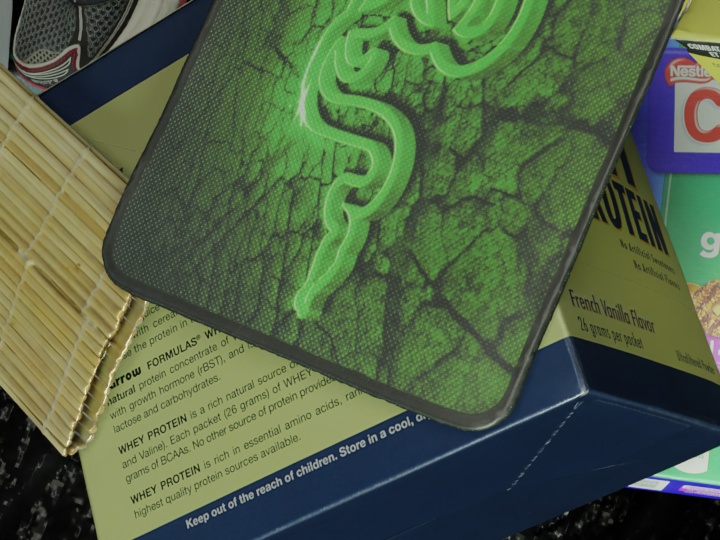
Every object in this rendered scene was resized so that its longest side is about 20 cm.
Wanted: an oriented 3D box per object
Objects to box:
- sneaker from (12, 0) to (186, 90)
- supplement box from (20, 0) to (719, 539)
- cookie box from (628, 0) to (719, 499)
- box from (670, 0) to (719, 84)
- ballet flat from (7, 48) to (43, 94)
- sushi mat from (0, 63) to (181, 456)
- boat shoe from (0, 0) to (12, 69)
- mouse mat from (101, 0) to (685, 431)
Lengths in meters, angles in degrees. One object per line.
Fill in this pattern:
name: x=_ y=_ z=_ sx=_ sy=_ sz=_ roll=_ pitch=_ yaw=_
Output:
sneaker: x=-0.106 y=-0.159 z=0.753 sx=0.081 sy=0.075 sz=0.200 roll=54 pitch=132 yaw=33
supplement box: x=0.000 y=0.000 z=0.691 sx=0.200 sy=0.134 sz=0.200 roll=-27 pitch=66 yaw=25
cookie box: x=0.174 y=-0.006 z=0.759 sx=0.171 sy=0.075 sz=0.200 roll=7 pitch=80 yaw=6
box: x=0.187 y=-0.059 z=0.636 sx=0.050 sy=0.200 sz=0.075 roll=18 pitch=77 yaw=45
ballet flat: x=-0.071 y=-0.062 z=0.837 sx=0.200 sy=0.074 sz=0.074 roll=5 pitch=81 yaw=11
sushi mat: x=-0.142 y=-0.024 z=0.702 sx=0.200 sy=0.012 sz=0.096 roll=40 pitch=110 yaw=38
boat shoe: x=-0.201 y=-0.066 z=0.814 sx=0.086 sy=0.075 sz=0.202 roll=-4 pitch=104 yaw=-32
mouse mat: x=0.014 y=-0.063 z=0.607 sx=0.161 sy=0.008 sz=0.200 roll=20 pitch=82 yaw=26
